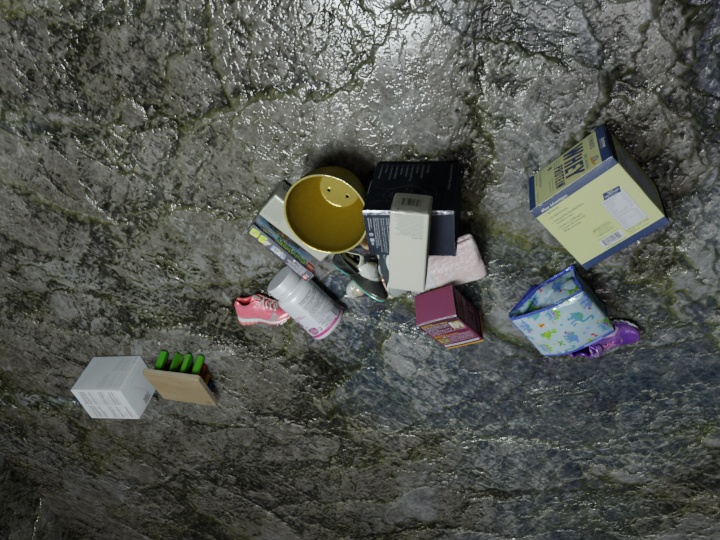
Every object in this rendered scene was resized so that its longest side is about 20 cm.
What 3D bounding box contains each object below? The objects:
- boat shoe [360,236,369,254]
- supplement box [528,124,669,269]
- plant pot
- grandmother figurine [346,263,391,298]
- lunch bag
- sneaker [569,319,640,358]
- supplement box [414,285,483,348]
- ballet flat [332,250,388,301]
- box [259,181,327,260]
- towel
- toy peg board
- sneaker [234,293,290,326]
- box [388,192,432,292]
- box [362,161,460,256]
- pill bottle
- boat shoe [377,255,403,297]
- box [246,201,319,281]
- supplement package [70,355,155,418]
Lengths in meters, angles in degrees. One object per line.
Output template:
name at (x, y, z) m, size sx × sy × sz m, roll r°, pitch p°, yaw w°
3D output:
boat shoe at (0.098, -0.061, 1.492) m, size 0.197 × 0.073 × 0.072 m, roll 0°, pitch 146°, yaw 11°
supplement box at (0.496, -0.151, 1.264) m, size 0.199 × 0.135 × 0.199 m, roll 40°, pitch 127°, yaw -18°
plant pot at (-0.063, -0.163, 1.390) m, size 0.197 × 0.143 × 0.202 m, roll 7°, pitch 127°, yaw 10°
grandmother figurine at (0.053, 0.034, 1.582) m, size 0.197 × 0.061 × 0.122 m, roll -12°, pitch 116°, yaw 20°
lunch bag at (0.495, 0.115, 1.487) m, size 0.199 × 0.128 × 0.170 m, roll -37°, pitch 113°, yaw 24°
sneaker at (0.617, 0.185, 1.538) m, size 0.197 × 0.089 × 0.081 m, roll -8°, pitch 125°, yaw 19°
supplement box at (0.230, 0.124, 1.540) m, size 0.109 × 0.087 × 0.200 m, roll -17°, pitch 148°, yaw 25°
ballet flat at (0.000, 0.000, 1.510) m, size 0.199 × 0.068 × 0.069 m, roll 37°, pitch 120°, yaw 33°
box at (-0.145, -0.121, 1.488) m, size 0.199 × 0.069 × 0.082 m, roll 39°, pitch 127°, yaw -18°
towel at (0.204, -0.002, 1.451) m, size 0.189 × 0.033 × 0.200 m, roll -22°, pitch 151°, yaw 11°
toy peg board at (-0.588, 0.357, 2.001) m, size 0.197 × 0.099 × 0.200 m, roll 5°, pitch 145°, yaw 11°
sneaker at (-0.278, 0.107, 1.715) m, size 0.197 × 0.074 × 0.088 m, roll -7°, pitch 125°, yaw 19°
box at (0.102, -0.055, 1.225) m, size 0.081 × 0.069 × 0.202 m, roll 8°, pitch 131°, yaw 9°
box at (0.121, -0.140, 1.328) m, size 0.194 × 0.201 × 0.125 m, roll 0°, pitch 130°, yaw 14°
pill bottle at (-0.153, 0.086, 1.639) m, size 0.113 × 0.114 × 0.200 m, roll -31°, pitch 115°, yaw 33°
boat shoe at (0.081, -0.008, 1.463) m, size 0.075 × 0.060 × 0.201 m, roll -29°, pitch 148°, yaw -17°
box at (-0.188, -0.074, 1.520) m, size 0.200 × 0.111 × 0.035 m, roll 40°, pitch 127°, yaw -19°
supplement package at (-0.837, 0.400, 2.044) m, size 0.197 × 0.153 × 0.152 m, roll -3°, pitch 128°, yaw 17°
